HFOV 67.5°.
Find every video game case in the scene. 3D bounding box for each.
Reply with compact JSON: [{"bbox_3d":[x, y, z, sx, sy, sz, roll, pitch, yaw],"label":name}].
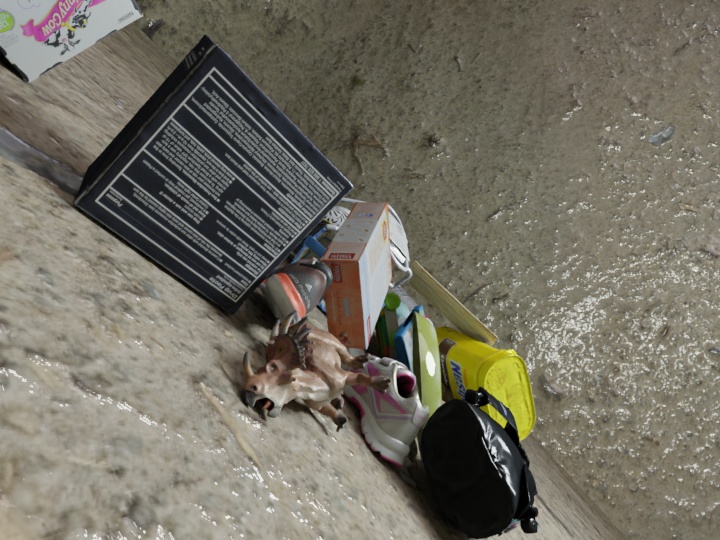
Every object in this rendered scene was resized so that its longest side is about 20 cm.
[{"bbox_3d":[0.102,0.158,0.978,0.200,0.018,0.145,-34,114,-70],"label":"video game case"}]

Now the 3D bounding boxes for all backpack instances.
[{"bbox_3d":[0.152,0.253,0.690,0.200,0.125,0.169,39,31,-59],"label":"backpack"}]

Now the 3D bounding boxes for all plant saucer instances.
[{"bbox_3d":[0.106,0.149,1.147,0.200,0.035,0.203,-19,91,-89],"label":"plant saucer"},{"bbox_3d":[0.097,0.162,0.792,0.200,0.031,0.204,-2,90,-88],"label":"plant saucer"}]

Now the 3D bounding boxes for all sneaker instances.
[{"bbox_3d":[0.031,0.154,0.710,0.081,0.088,0.200,40,8,-41],"label":"sneaker"},{"bbox_3d":[-0.077,0.023,0.674,0.078,0.081,0.200,61,-15,-10],"label":"sneaker"}]

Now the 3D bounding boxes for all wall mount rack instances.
[{"bbox_3d":[0.021,-0.065,0.964,0.174,0.074,0.201,46,22,-24],"label":"wall mount rack"}]

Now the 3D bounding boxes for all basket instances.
[{"bbox_3d":[-0.044,0.002,0.983,0.176,0.139,0.200,44,-3,-11],"label":"basket"}]

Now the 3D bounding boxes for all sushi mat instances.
[{"bbox_3d":[0.160,0.068,0.964,0.200,0.012,0.096,44,-16,20],"label":"sushi mat"}]

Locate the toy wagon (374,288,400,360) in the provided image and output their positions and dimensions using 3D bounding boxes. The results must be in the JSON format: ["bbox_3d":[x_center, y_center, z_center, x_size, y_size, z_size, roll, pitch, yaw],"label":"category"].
[{"bbox_3d":[0.049,0.083,1.054,0.155,0.039,0.203,118,-36,-77],"label":"toy wagon"}]

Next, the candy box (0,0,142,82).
[{"bbox_3d":[-0.368,-0.341,0.594,0.072,0.167,0.201,47,-12,24],"label":"candy box"}]

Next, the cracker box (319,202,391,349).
[{"bbox_3d":[0.000,0.000,0.782,0.201,0.057,0.136,-65,155,-59],"label":"cracker box"}]

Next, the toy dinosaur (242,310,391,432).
[{"bbox_3d":[-0.054,0.094,0.571,0.135,0.086,0.200,38,1,-12],"label":"toy dinosaur"}]

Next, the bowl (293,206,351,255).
[{"bbox_3d":[-0.055,-0.072,1.139,0.199,0.095,0.202,25,-34,18],"label":"bowl"}]

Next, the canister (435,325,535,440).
[{"bbox_3d":[0.193,0.187,0.920,0.200,0.086,0.151,21,-50,65],"label":"canister"}]

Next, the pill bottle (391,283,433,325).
[{"bbox_3d":[0.086,0.105,1.373,0.200,0.111,0.111,50,7,34],"label":"pill bottle"}]

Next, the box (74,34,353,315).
[{"bbox_3d":[-0.152,-0.100,0.580,0.200,0.198,0.123,42,5,-32],"label":"box"}]
